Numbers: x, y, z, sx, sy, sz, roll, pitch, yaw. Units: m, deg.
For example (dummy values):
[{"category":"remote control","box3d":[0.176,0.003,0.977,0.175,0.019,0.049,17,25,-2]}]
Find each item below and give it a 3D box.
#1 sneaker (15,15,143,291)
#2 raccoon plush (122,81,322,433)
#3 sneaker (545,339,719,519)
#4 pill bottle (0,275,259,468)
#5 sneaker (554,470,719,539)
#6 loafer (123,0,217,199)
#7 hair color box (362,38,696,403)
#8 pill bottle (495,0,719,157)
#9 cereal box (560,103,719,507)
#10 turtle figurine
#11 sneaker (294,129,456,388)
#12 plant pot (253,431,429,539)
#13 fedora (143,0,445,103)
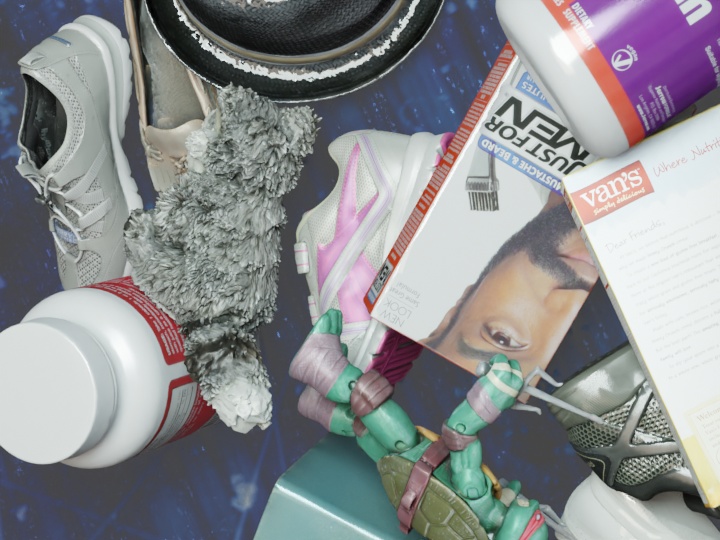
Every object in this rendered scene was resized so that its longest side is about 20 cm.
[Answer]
[{"category":"sneaker","box3d":[-0.198,-0.065,1.254,0.074,0.082,0.202,17,120,37]},{"category":"raccoon plush","box3d":[-0.059,-0.016,1.157,0.134,0.096,0.201,-53,54,27]},{"category":"sneaker","box3d":[0.219,0.068,1.102,0.199,0.076,0.115,-33,88,4]},{"category":"pill bottle","box3d":[-0.153,0.062,1.204,0.111,0.200,0.113,3,97,23]},{"category":"sneaker","box3d":[0.200,0.207,1.148,0.200,0.075,0.089,49,124,18]},{"category":"loafer","box3d":[-0.122,-0.108,1.244,0.071,0.063,0.202,-10,92,24]},{"category":"hair color box","box3d":[0.098,-0.038,1.118,0.110,0.064,0.201,28,96,-7]},{"category":"pill bottle","box3d":[0.179,-0.157,1.017,0.199,0.112,0.113,-35,82,4]},{"category":"cereal box","box3d":[0.214,0.011,1.043,0.143,0.040,0.201,-23,82,2]},{"category":"turtle figurine","box3d":[0.052,0.106,1.085,0.199,0.101,0.150,33,144,15]},{"category":"sneaker","box3d":[0.000,0.000,1.201,0.088,0.081,0.202,19,95,21]},{"category":"plant pot","box3d":[0.033,0.214,1.180,0.199,0.141,0.142,23,105,11]},{"category":"fedora","box3d":[-0.044,-0.194,1.156,0.199,0.092,0.203,0,94,5]}]
